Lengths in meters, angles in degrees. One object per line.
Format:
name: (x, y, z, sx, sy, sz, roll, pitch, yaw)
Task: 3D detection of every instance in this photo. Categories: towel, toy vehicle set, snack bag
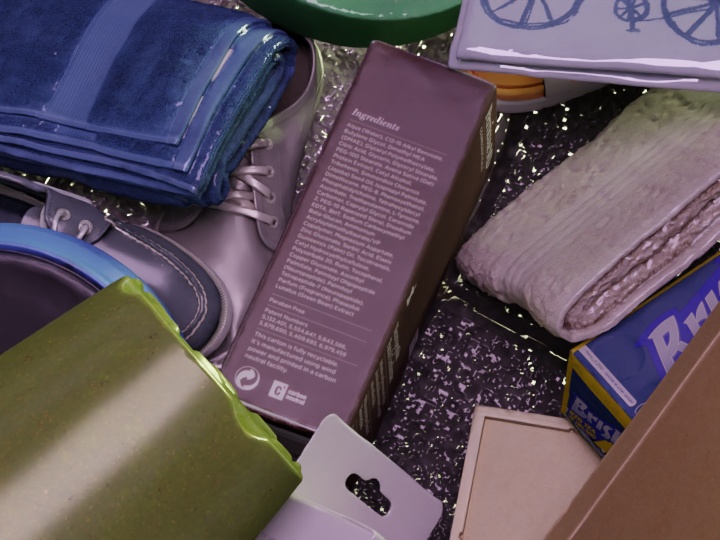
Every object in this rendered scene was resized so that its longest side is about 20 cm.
towel: (-0.137, -0.098, 1.345, 0.199, 0.049, 0.112, 13, 62, 30)
toy vehicle set: (0.098, 0.171, 1.279, 0.124, 0.027, 0.201, 10, 70, 6)
towel: (0.147, -0.044, 1.315, 0.200, 0.132, 0.035, -39, 113, -9)
snack bag: (0.148, -0.180, 1.310, 0.188, 0.021, 0.201, 4, 66, 12)

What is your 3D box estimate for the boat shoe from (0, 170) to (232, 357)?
boat shoe: (-0.159, -0.006, 1.324, 0.199, 0.062, 0.073, 24, 86, 20)

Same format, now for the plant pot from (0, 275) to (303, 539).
plant pot: (-0.132, 0.109, 1.171, 0.190, 0.200, 0.200, -41, 72, -3)

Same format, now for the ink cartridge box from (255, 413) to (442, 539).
ink cartridge box: (-0.015, 0.181, 1.214, 0.068, 0.116, 0.200, 20, 75, 42)

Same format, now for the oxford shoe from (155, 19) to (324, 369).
oxford shoe: (-0.063, -0.043, 1.353, 0.075, 0.058, 0.201, 12, 71, 5)

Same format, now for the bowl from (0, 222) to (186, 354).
bowl: (-0.175, 0.078, 1.278, 0.200, 0.039, 0.202, 0, 92, 7)

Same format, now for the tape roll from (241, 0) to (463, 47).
tape roll: (0.003, -0.217, 1.361, 0.200, 0.048, 0.201, 2, 76, -9)

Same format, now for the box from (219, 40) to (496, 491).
box: (0.000, 0.000, 1.311, 0.075, 0.100, 0.201, 19, 72, 9)

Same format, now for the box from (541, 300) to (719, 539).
box: (0.192, 0.099, 1.241, 0.163, 0.021, 0.200, 43, 79, -27)

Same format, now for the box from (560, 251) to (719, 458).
box: (0.196, 0.026, 1.294, 0.200, 0.064, 0.070, -33, 64, -18)

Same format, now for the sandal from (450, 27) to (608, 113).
sandal: (0.143, -0.150, 1.384, 0.206, 0.059, 0.079, -19, 69, -5)
